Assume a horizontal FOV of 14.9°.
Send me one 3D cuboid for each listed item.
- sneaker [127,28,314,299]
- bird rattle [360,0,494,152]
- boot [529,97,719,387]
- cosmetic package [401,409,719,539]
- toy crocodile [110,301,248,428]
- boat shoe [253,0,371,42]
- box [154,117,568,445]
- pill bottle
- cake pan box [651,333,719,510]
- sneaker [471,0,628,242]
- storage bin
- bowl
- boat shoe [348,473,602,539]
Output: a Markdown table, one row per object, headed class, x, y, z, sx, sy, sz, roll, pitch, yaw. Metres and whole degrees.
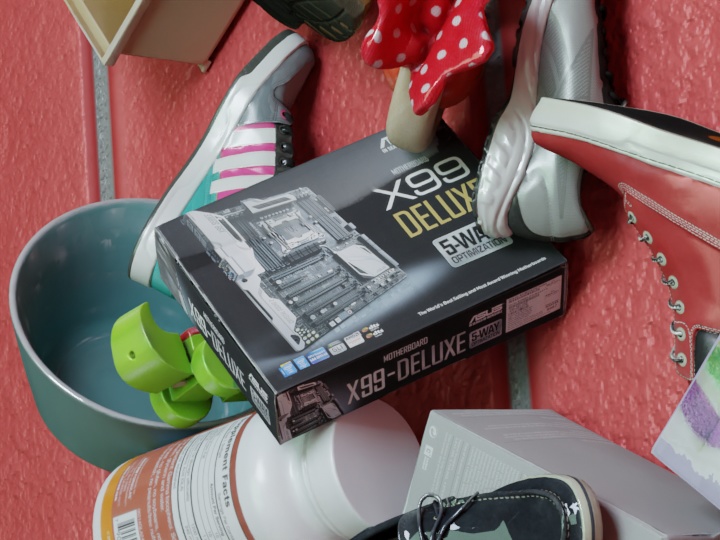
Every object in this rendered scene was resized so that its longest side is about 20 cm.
| class | x | y | z | sx | sy | sz | roll | pitch | yaw |
| --- | --- | --- | --- | --- | --- | --- | --- | --- | --- |
| sneaker | -0.052 | -0.052 | 1.790 | 0.120 | 0.084 | 0.200 | 29 | 73 | 7 |
| bird rattle | 0.054 | -0.141 | 1.629 | 0.200 | 0.112 | 0.163 | -81 | 2 | -49 |
| boot | 0.167 | -0.010 | 1.526 | 0.200 | 0.072 | 0.145 | 23 | 107 | 30 |
| cosmetic package | 0.128 | 0.148 | 1.549 | 0.200 | 0.107 | 0.091 | 31 | 110 | 47 |
| toy crocodile | -0.066 | 0.057 | 1.702 | 0.067 | 0.199 | 0.062 | -37 | 59 | 46 |
| boat shoe | -0.030 | -0.198 | 1.744 | 0.074 | 0.076 | 0.200 | -50 | 19 | -4 |
| box | 0.000 | 0.000 | 1.644 | 0.158 | 0.199 | 0.050 | 52 | 157 | 38 |
| pill bottle | -0.060 | 0.144 | 1.675 | 0.200 | 0.112 | 0.113 | -22 | 70 | 38 |
| cake pan box | 0.271 | 0.079 | 1.407 | 0.200 | 0.052 | 0.185 | 41 | 118 | 25 |
| sneaker | 0.124 | -0.111 | 1.616 | 0.079 | 0.074 | 0.201 | 13 | 86 | 9 |
| storage bin | -0.135 | -0.275 | 1.891 | 0.200 | 0.093 | 0.199 | -56 | 50 | 29 |
| bowl | -0.140 | 0.059 | 1.813 | 0.201 | 0.200 | 0.105 | 59 | 146 | 33 |
| boat shoe | 0.053 | 0.159 | 1.509 | 0.200 | 0.062 | 0.075 | -22 | 71 | 45 |
